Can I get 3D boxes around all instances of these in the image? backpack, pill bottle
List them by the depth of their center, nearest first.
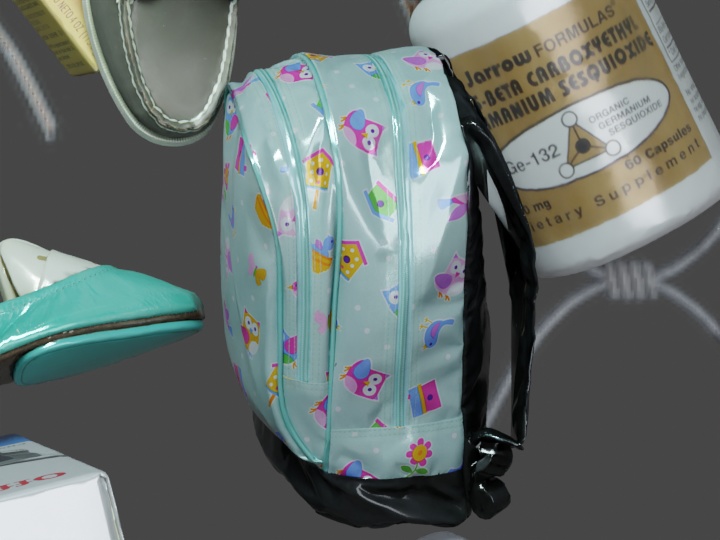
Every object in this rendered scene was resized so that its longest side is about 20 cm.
[{"bbox_3d":[0.000,0.000,1.157,0.126,0.167,0.201,-9,118,-18],"label":"backpack"},{"bbox_3d":[0.088,-0.108,1.236,0.114,0.114,0.200,-30,99,-15],"label":"pill bottle"}]

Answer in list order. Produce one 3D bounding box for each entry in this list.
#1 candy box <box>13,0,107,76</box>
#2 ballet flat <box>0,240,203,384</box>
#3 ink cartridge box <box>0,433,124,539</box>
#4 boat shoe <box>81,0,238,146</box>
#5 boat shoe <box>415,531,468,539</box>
[{"bbox_3d":[-0.145,-0.203,1.189,0.117,0.056,0.200,-40,104,-13],"label":"candy box"},{"bbox_3d":[-0.170,0.025,1.174,0.200,0.067,0.071,-19,80,-19],"label":"ballet flat"},{"bbox_3d":[-0.187,0.132,1.104,0.144,0.200,0.084,-14,95,-18],"label":"ink cartridge box"},{"bbox_3d":[-0.085,-0.156,1.149,0.072,0.060,0.202,-3,93,-18],"label":"boat shoe"},{"bbox_3d":[0.066,0.224,1.243,0.072,0.068,0.201,-16,103,-25],"label":"boat shoe"}]
